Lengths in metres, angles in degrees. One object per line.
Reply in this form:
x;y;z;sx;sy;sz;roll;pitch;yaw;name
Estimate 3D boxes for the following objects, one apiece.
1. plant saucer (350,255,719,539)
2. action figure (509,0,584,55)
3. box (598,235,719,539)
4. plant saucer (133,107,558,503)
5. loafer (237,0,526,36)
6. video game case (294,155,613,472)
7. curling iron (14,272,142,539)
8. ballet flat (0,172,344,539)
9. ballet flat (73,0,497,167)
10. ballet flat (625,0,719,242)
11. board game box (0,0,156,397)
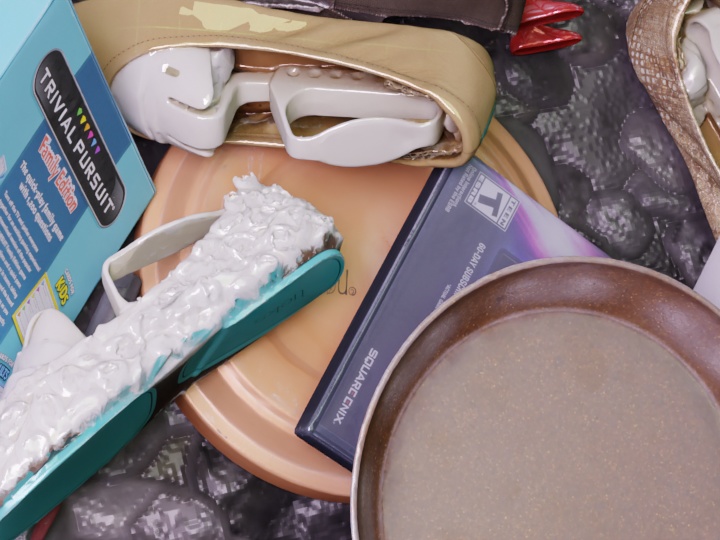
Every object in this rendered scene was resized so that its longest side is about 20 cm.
0.087;0.096;0.892;0.198;0.034;0.202;2;82;-17;plant saucer
0.076;-0.206;1.033;0.051;0.065;0.202;-11;78;7;action figure
0.181;0.093;0.966;0.144;0.036;0.201;33;76;-20;box
0.000;0.000;0.969;0.198;0.032;0.202;4;73;-15;plant saucer
-0.017;-0.119;0.959;0.198;0.073;0.072;-6;101;4;loafer
0.084;0.061;0.957;0.199;0.019;0.144;35;71;-18;video game case
-0.123;0.095;0.908;0.049;0.026;0.202;18;71;-15;curling iron
-0.093;0.030;0.888;0.200;0.072;0.072;-38;88;-25;ballet flat
-0.042;-0.076;0.920;0.198;0.069;0.063;2;45;1;ballet flat
0.188;-0.048;1.019;0.070;0.065;0.201;-31;85;-19;ballet flat
-0.164;0.002;0.854;0.047;0.151;0.201;21;66;20;board game box
